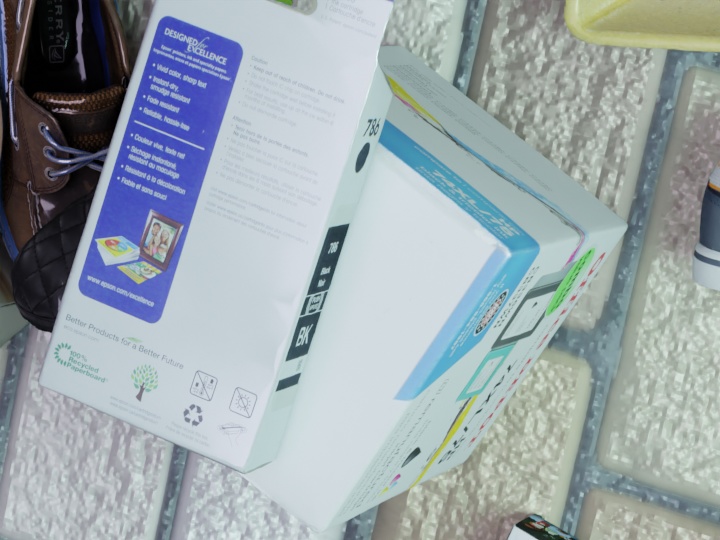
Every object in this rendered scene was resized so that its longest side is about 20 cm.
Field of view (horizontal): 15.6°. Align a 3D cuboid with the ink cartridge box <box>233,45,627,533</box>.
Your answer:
[{"bbox_3d":[0.000,0.000,1.147,0.146,0.200,0.147,38,106,13],"label":"ink cartridge box"}]

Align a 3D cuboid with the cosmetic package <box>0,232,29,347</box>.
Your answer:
[{"bbox_3d":[-0.249,-0.039,1.309,0.105,0.071,0.201,-38,80,19],"label":"cosmetic package"}]

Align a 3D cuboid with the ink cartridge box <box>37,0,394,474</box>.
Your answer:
[{"bbox_3d":[-0.052,-0.031,1.037,0.099,0.039,0.201,23,103,17],"label":"ink cartridge box"}]

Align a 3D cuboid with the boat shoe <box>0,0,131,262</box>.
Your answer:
[{"bbox_3d":[-0.140,-0.069,1.251,0.072,0.072,0.202,-11,90,-19],"label":"boat shoe"}]

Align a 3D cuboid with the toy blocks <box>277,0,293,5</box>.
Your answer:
[{"bbox_3d":[-0.040,-0.244,1.211,0.136,0.100,0.201,-35,72,7],"label":"toy blocks"}]

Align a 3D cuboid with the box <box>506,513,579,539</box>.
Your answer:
[{"bbox_3d":[0.092,0.234,1.215,0.136,0.038,0.201,28,103,17],"label":"box"}]

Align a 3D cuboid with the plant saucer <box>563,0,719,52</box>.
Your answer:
[{"bbox_3d":[0.195,-0.194,1.140,0.198,0.048,0.202,6,97,20],"label":"plant saucer"}]

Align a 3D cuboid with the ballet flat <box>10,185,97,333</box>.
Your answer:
[{"bbox_3d":[-0.077,-0.040,1.216,0.200,0.067,0.057,-44,41,-11],"label":"ballet flat"}]

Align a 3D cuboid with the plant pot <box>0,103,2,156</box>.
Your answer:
[{"bbox_3d":[-0.269,-0.064,1.233,0.198,0.028,0.202,4,68,-10],"label":"plant pot"}]

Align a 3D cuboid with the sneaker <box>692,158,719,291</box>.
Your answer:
[{"bbox_3d":[0.240,-0.018,1.119,0.199,0.078,0.080,10,101,21],"label":"sneaker"}]
